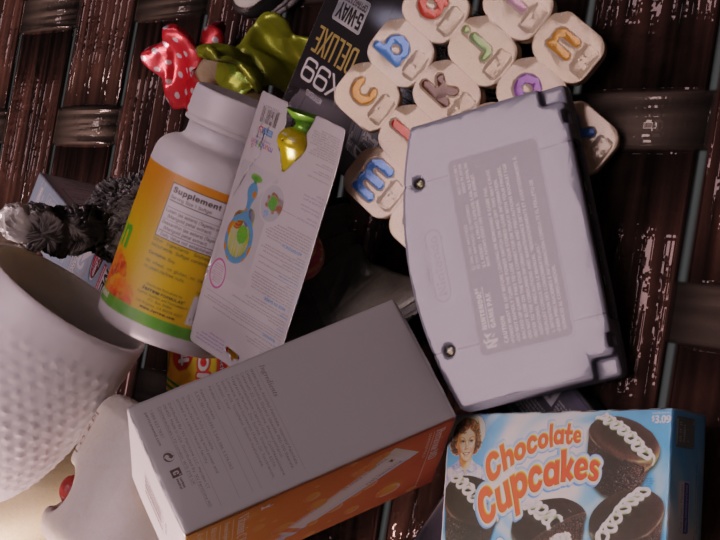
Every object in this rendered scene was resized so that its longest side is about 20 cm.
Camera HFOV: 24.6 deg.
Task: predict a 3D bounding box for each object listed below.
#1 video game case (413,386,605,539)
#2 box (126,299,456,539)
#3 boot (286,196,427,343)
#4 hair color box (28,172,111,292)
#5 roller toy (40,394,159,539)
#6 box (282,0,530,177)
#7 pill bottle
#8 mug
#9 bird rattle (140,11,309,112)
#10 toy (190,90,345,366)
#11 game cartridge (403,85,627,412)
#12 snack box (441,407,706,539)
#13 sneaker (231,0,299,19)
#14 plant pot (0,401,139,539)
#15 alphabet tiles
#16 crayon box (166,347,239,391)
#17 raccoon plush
[{"bbox_3d":[0.112,0.174,1.121,0.201,0.019,0.143,-60,42,23],"label":"video game case"},{"bbox_3d":[-0.049,0.120,1.127,0.098,0.198,0.125,61,162,22],"label":"box"},{"bbox_3d":[0.000,0.000,1.232,0.199,0.067,0.132,-31,69,33],"label":"boot"},{"bbox_3d":[-0.228,-0.014,1.518,0.200,0.098,0.061,43,114,47],"label":"hair color box"},{"bbox_3d":[-0.145,0.183,1.287,0.181,0.200,0.141,22,81,36],"label":"roller toy"},{"bbox_3d":[0.027,-0.144,1.280,0.200,0.049,0.159,41,111,47],"label":"box"},{"bbox_3d":[-0.126,-0.042,1.315,0.111,0.110,0.202,31,103,49],"label":"pill bottle"},{"bbox_3d":[-0.283,0.087,1.355,0.176,0.147,0.200,-55,10,8],"label":"mug"},{"bbox_3d":[-0.123,-0.141,1.430,0.199,0.112,0.165,-3,95,53],"label":"bird rattle"},{"bbox_3d":[-0.058,-0.021,1.228,0.115,0.047,0.202,29,109,49],"label":"toy"},{"bbox_3d":[0.098,-0.012,1.115,0.132,0.041,0.202,-15,77,25],"label":"game cartridge"},{"bbox_3d":[0.131,0.150,1.059,0.199,0.037,0.117,-8,73,50],"label":"snack box"},{"bbox_3d":[-0.061,-0.297,1.406,0.200,0.079,0.074,-48,49,34],"label":"sneaker"},{"bbox_3d":[-0.254,0.183,1.457,0.199,0.187,0.189,-15,68,34],"label":"plant pot"},{"bbox_3d":[0.080,-0.108,1.163,0.195,0.015,0.200,43,101,21],"label":"alphabet tiles"},{"bbox_3d":[-0.087,0.060,1.367,0.199,0.050,0.128,-17,68,47],"label":"crayon box"},{"bbox_3d":[-0.213,-0.062,1.433,0.134,0.198,0.098,-132,60,-67],"label":"raccoon plush"}]
